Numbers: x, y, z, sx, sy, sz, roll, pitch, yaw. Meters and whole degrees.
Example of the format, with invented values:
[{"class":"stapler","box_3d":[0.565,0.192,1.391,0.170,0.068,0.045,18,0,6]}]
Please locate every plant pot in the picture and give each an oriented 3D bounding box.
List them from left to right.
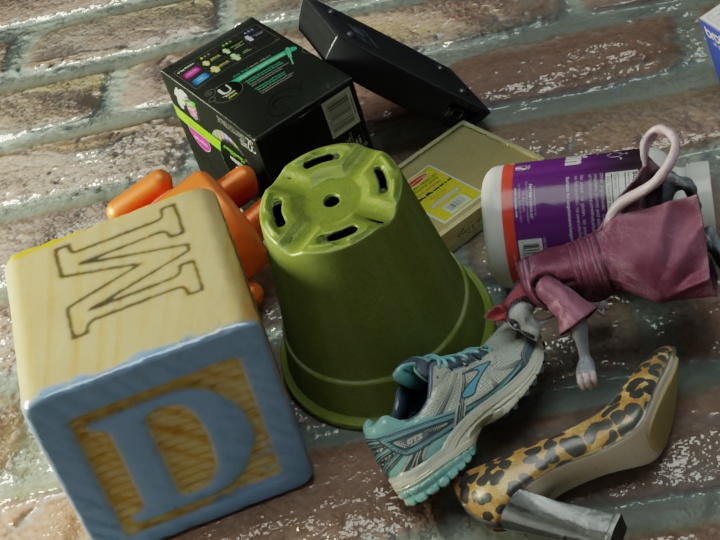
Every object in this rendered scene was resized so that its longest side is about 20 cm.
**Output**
[{"class":"plant pot","box_3d":[0.000,0.000,1.229,0.199,0.190,0.201,-10,48,11]}]

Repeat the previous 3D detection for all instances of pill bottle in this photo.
[{"class":"pill bottle","box_3d":[0.212,-0.048,1.289,0.199,0.113,0.113,-6,40,13]}]

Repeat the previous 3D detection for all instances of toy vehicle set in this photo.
[{"class":"toy vehicle set","box_3d":[0.074,-0.070,1.436,0.200,0.027,0.124,-36,42,-22]}]

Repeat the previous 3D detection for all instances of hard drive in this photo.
[{"class":"hard drive","box_3d":[0.030,-0.213,1.515,0.042,0.199,0.135,-58,32,17]}]

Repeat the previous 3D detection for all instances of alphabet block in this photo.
[{"class":"alphabet block","box_3d":[-0.171,0.083,1.216,0.195,0.196,0.200,-19,40,-5]}]

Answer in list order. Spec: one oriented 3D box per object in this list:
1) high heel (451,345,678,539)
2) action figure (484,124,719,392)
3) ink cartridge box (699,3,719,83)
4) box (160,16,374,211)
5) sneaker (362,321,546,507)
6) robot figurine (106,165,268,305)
[{"class":"high heel","box_3d":[0.163,0.123,1.137,0.142,0.072,0.200,10,51,29]},{"class":"action figure","box_3d":[0.190,-0.004,1.168,0.199,0.150,0.134,-20,23,6]},{"class":"ink cartridge box","box_3d":[0.408,-0.180,1.385,0.044,0.094,0.200,-34,40,-3]},{"class":"box","box_3d":[-0.090,-0.144,1.488,0.124,0.149,0.200,-34,41,-18]},{"class":"sneaker","box_3d":[0.077,0.093,1.169,0.200,0.086,0.078,-47,11,-37]},{"class":"robot figurine","box_3d":[-0.168,-0.016,1.377,0.200,0.144,0.117,-39,31,-6]}]
